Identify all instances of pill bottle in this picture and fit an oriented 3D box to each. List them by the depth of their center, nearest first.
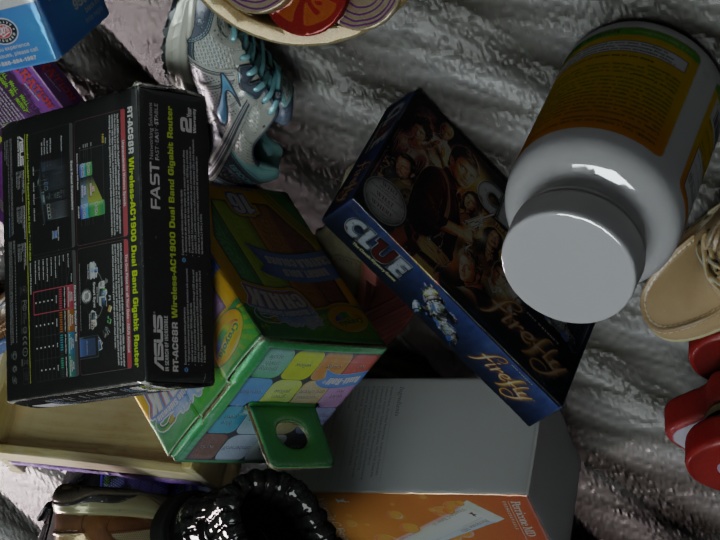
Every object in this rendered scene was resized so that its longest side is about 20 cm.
[{"bbox_3d":[0.153,-0.059,1.358,0.111,0.200,0.111,12,130,15],"label":"pill bottle"}]

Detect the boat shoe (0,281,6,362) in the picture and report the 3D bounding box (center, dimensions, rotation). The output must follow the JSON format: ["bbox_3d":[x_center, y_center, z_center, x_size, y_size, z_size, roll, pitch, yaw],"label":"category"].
[{"bbox_3d":[-0.301,0.039,1.730,0.200,0.072,0.072,-23,110,25],"label":"boat shoe"}]

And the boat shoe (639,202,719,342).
[{"bbox_3d":[0.247,-0.018,1.426,0.200,0.065,0.071,-42,69,35],"label":"boat shoe"}]

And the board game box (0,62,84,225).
[{"bbox_3d":[-0.227,-0.072,1.606,0.120,0.032,0.200,-30,99,41],"label":"board game box"}]

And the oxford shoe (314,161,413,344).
[{"bbox_3d":[0.000,0.000,1.578,0.075,0.070,0.200,49,142,23],"label":"oxford shoe"}]

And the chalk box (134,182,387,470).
[{"bbox_3d":[-0.079,0.051,1.507,0.124,0.124,0.200,-52,56,26],"label":"chalk box"}]

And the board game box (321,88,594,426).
[{"bbox_3d":[0.075,-0.010,1.476,0.200,0.136,0.035,44,130,-15],"label":"board game box"}]

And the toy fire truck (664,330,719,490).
[{"bbox_3d":[0.316,0.096,1.485,0.168,0.112,0.200,33,136,-29],"label":"toy fire truck"}]

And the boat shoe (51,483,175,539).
[{"bbox_3d":[-0.139,0.202,1.634,0.200,0.074,0.076,9,172,-28],"label":"boat shoe"}]

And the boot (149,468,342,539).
[{"bbox_3d":[-0.038,0.215,1.549,0.211,0.079,0.158,30,156,-21],"label":"boot"}]

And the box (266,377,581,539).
[{"bbox_3d":[0.047,0.149,1.609,0.200,0.098,0.124,-2,146,20],"label":"box"}]

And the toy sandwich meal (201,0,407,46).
[{"bbox_3d":[-0.044,-0.235,1.357,0.205,0.070,0.205,3,105,11],"label":"toy sandwich meal"}]

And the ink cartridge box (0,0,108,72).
[{"bbox_3d":[-0.278,-0.233,1.473,0.145,0.084,0.200,-8,115,27],"label":"ink cartridge box"}]

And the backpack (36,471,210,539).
[{"bbox_3d":[-0.180,0.240,1.742,0.147,0.200,0.183,14,132,-13],"label":"backpack"}]

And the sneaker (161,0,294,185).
[{"bbox_3d":[-0.085,-0.139,1.496,0.086,0.078,0.200,8,138,6],"label":"sneaker"}]

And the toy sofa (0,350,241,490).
[{"bbox_3d":[-0.177,0.119,1.655,0.200,0.083,0.098,3,157,26],"label":"toy sofa"}]

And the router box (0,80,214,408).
[{"bbox_3d":[-0.170,-0.014,1.469,0.150,0.062,0.200,-10,79,44],"label":"router box"}]
